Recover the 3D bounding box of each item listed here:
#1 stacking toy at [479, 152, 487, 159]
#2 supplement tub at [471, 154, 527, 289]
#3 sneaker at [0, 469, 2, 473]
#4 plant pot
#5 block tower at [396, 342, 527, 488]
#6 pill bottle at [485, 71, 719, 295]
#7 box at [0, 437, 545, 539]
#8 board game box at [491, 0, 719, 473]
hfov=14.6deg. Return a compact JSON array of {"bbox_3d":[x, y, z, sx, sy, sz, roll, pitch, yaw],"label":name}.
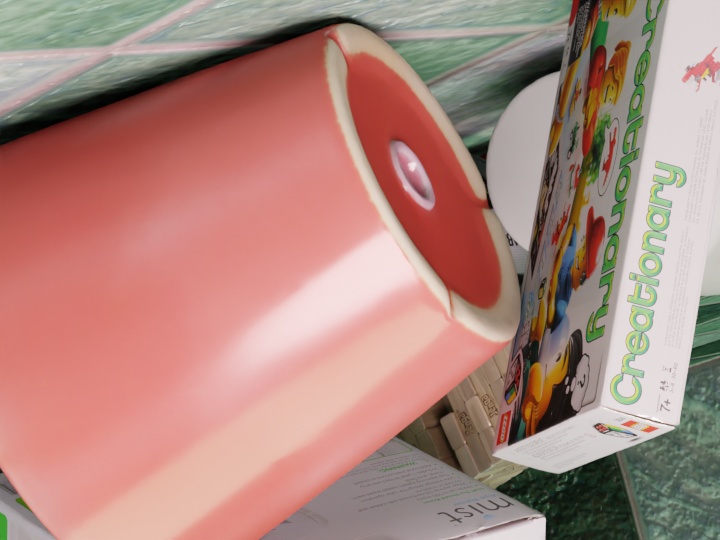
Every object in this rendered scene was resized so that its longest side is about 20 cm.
[{"bbox_3d":[0.019,-0.010,1.538,0.199,0.086,0.085,-22,170,24],"label":"stacking toy"},{"bbox_3d":[0.000,0.000,1.384,0.122,0.123,0.200,-19,172,28],"label":"supplement tub"},{"bbox_3d":[-0.138,0.074,1.457,0.199,0.079,0.079,11,149,-6],"label":"sneaker"},{"bbox_3d":[-0.046,0.003,1.123,0.177,0.201,0.200,-29,168,19],"label":"plant pot"},{"bbox_3d":[0.060,0.077,1.405,0.054,0.058,0.200,-12,163,-43],"label":"block tower"},{"bbox_3d":[0.136,-0.045,1.345,0.114,0.115,0.200,-18,172,23],"label":"pill bottle"},{"bbox_3d":[-0.047,0.141,1.265,0.199,0.097,0.176,-12,-156,-37],"label":"box"},{"bbox_3d":[0.101,-0.029,1.090,0.034,0.201,0.126,14,165,-13],"label":"board game box"}]
